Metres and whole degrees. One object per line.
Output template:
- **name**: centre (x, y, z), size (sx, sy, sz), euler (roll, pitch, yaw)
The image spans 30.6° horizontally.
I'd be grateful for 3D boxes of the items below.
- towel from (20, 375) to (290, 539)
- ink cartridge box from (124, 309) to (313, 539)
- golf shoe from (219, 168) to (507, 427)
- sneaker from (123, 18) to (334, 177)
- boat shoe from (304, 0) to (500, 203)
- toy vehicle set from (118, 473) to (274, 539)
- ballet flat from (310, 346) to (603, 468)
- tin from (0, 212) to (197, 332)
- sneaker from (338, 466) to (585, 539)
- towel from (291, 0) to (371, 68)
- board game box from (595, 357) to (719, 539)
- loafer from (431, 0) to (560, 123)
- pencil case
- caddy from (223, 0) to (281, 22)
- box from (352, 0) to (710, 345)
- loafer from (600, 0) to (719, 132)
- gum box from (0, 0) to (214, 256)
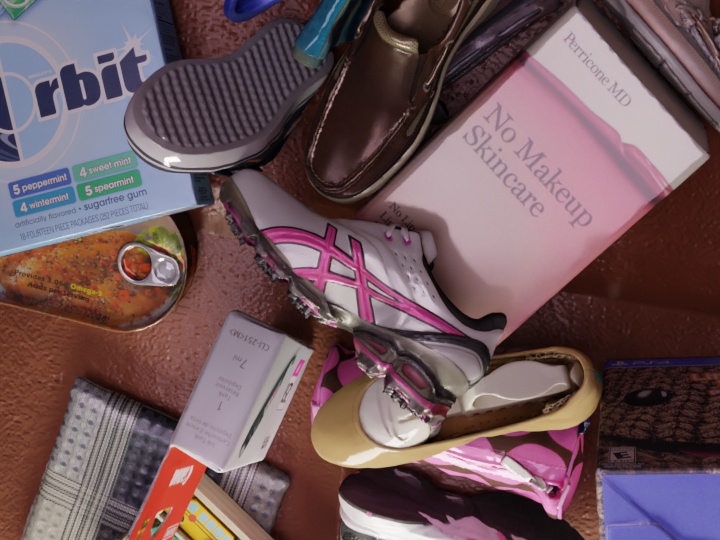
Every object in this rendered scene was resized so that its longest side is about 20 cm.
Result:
- **towel**: centre (-0.170, 0.206, 1.044), size (0.191, 0.035, 0.202), euler (23, 107, 2)
- **ink cartridge box**: centre (-0.092, 0.119, 0.883), size (0.043, 0.200, 0.175), euler (23, 86, 5)
- **golf shoe**: centre (0.000, 0.000, 0.819), size (0.200, 0.073, 0.092), euler (43, 86, -1)
- **sneaker**: centre (-0.089, -0.095, 0.852), size (0.078, 0.200, 0.080), euler (44, 127, 6)
- **boat shoe**: centre (0.021, -0.137, 0.808), size (0.074, 0.075, 0.204), euler (31, 95, 17)
- **toy vehicle set**: centre (-0.100, 0.262, 1.016), size (0.200, 0.027, 0.124), euler (44, 107, -4)
- **ballet flat**: centre (0.060, 0.082, 0.863), size (0.197, 0.063, 0.069), euler (-13, 72, 3)
- **tin**: centre (-0.217, -0.024, 0.983), size (0.197, 0.042, 0.113), euler (14, 112, 9)
- **sneaker**: centre (0.076, 0.213, 0.975), size (0.198, 0.080, 0.087), euler (18, 121, 15)
- **towel**: centre (0.030, -0.218, 0.817), size (0.022, 0.147, 0.201), euler (35, 109, -2)
- **board game box**: centre (0.234, 0.132, 0.841), size (0.157, 0.200, 0.098), euler (-3, 104, 12)
- **loafer**: centre (0.050, -0.128, 0.880), size (0.063, 0.072, 0.200), euler (41, 107, -5)
- **pencil case**: centre (0.059, 0.113, 0.930), size (0.197, 0.094, 0.092), euler (12, 119, 10)
- **caddy**: centre (-0.030, -0.245, 0.826), size (0.105, 0.141, 0.200), euler (45, 110, 1)
- **box**: centre (0.112, -0.063, 0.862), size (0.128, 0.109, 0.200), euler (46, 110, -2)
- **loafer**: centre (0.190, -0.175, 0.838), size (0.063, 0.072, 0.200), euler (-42, 90, 12)
- **gum box**: centre (-0.207, -0.125, 0.923), size (0.168, 0.045, 0.203), euler (-12, 91, 11)
